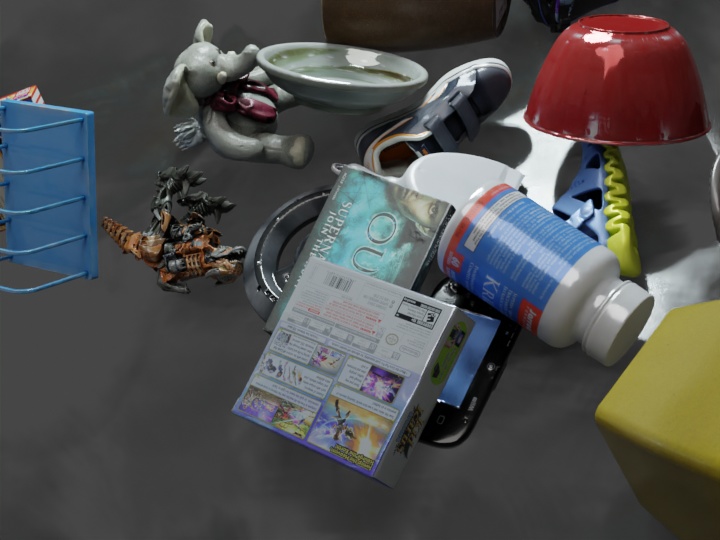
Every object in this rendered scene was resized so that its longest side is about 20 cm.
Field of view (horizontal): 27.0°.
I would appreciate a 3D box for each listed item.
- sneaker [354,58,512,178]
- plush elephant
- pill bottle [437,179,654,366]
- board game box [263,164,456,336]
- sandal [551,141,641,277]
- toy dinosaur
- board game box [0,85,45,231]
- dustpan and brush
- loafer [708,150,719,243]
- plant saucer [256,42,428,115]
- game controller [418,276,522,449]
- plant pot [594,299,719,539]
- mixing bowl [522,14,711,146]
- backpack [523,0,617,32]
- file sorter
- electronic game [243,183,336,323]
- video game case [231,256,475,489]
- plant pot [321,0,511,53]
[{"bbox_3d":[0.092,-0.162,1.712,0.200,0.078,0.079,-31,39,10],"label":"sneaker"},{"bbox_3d":[-0.158,-0.220,1.812,0.200,0.155,0.165,-5,48,19],"label":"plush elephant"},{"bbox_3d":[0.184,0.006,1.476,0.200,0.112,0.112,35,68,24],"label":"pill bottle"},{"bbox_3d":[0.000,0.000,1.577,0.135,0.028,0.200,21,79,24],"label":"board game box"},{"bbox_3d":[0.240,-0.073,1.569,0.087,0.080,0.200,-12,45,17],"label":"sandal"},{"bbox_3d":[-0.217,-0.043,1.730,0.200,0.102,0.136,18,74,10],"label":"toy dinosaur"},{"bbox_3d":[-0.463,-0.123,1.856,0.200,0.152,0.046,-19,24,6],"label":"board game box"},{"bbox_3d":[0.064,-0.090,1.649,0.200,0.057,0.140,25,48,5],"label":"dustpan and brush"},{"bbox_3d":[0.407,-0.108,1.528,0.071,0.073,0.200,7,53,29],"label":"loafer"},{"bbox_3d":[-0.023,-0.218,1.738,0.200,0.050,0.200,7,20,-2],"label":"plant saucer"},{"bbox_3d":[0.093,0.090,1.507,0.104,0.042,0.200,10,55,30],"label":"game controller"},{"bbox_3d":[0.321,0.139,1.272,0.176,0.200,0.200,15,56,46],"label":"plant pot"},{"bbox_3d":[0.275,-0.210,1.592,0.200,0.109,0.200,1,20,0],"label":"mixing bowl"},{"bbox_3d":[0.258,-0.412,1.778,0.182,0.200,0.135,-25,45,1],"label":"backpack"},{"bbox_3d":[-0.399,-0.085,1.741,0.139,0.200,0.123,11,19,31],"label":"file sorter"},{"bbox_3d":[-0.034,-0.012,1.652,0.200,0.042,0.200,-9,55,14],"label":"electronic game"},{"bbox_3d":[-0.009,0.097,1.480,0.200,0.045,0.181,19,77,40],"label":"video game case"},{"bbox_3d":[0.078,-0.343,1.828,0.200,0.187,0.187,11,54,16],"label":"plant pot"}]
